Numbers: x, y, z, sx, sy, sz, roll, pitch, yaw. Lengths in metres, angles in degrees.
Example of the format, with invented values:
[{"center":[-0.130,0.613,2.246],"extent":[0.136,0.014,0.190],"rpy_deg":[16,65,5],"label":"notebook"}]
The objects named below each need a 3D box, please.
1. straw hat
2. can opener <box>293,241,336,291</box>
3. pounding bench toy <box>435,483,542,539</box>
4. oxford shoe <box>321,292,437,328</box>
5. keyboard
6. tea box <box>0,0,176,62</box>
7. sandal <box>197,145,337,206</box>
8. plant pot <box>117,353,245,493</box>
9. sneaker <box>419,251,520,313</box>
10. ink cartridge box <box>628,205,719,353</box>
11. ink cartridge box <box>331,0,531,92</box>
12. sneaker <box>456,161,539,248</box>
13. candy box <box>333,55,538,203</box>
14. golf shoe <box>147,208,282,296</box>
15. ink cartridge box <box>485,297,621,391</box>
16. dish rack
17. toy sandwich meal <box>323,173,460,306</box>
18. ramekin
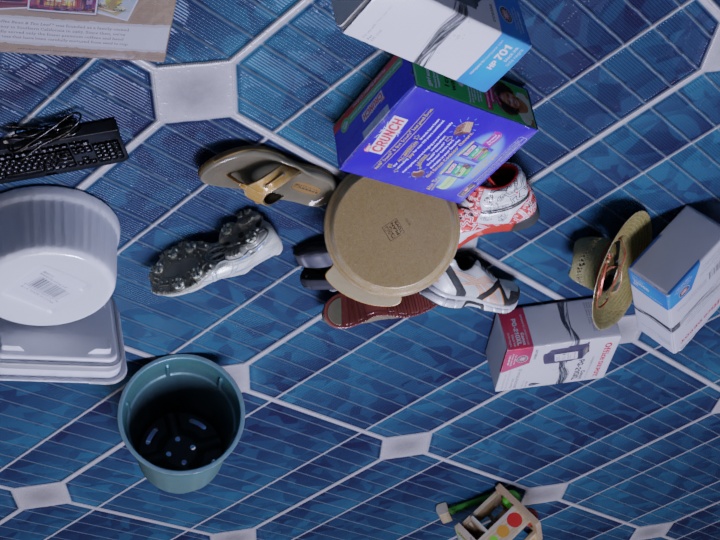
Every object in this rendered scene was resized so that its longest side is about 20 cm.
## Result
[{"center":[0.363,-0.011,1.815],"extent":[0.085,0.202,0.201],"rpy_deg":[20,161,30],"label":"straw hat"},{"center":[0.000,0.000,1.701],"extent":[0.199,0.064,0.079],"rpy_deg":[2,160,24],"label":"can opener"},{"center":[0.282,0.541,2.601],"extent":[0.156,0.200,0.124],"rpy_deg":[-41,152,-13],"label":"pounding bench toy"},{"center":[0.033,0.043,1.839],"extent":[0.199,0.071,0.075],"rpy_deg":[-9,179,-13],"label":"oxford shoe"},{"center":[-0.387,-0.136,1.441],"extent":[0.199,0.040,0.104],"rpy_deg":[-12,147,-2],"label":"keyboard"},{"center":[-0.273,-0.308,1.076],"extent":[0.199,0.197,0.134],"rpy_deg":[1,145,-18],"label":"tea box"},{"center":[-0.114,-0.111,1.550],"extent":[0.199,0.054,0.080],"rpy_deg":[14,139,-33],"label":"sandal"},{"center":[-0.294,0.266,1.950],"extent":[0.199,0.201,0.196],"rpy_deg":[-4,155,-12],"label":"plant pot"},{"center":[0.181,0.017,1.821],"extent":[0.199,0.074,0.080],"rpy_deg":[5,109,-45],"label":"sneaker"},{"center":[0.500,0.018,1.858],"extent":[0.145,0.084,0.200],"rpy_deg":[-45,147,-11],"label":"ink cartridge box"},{"center":[0.069,-0.293,1.253],"extent":[0.199,0.147,0.086],"rpy_deg":[16,139,-36],"label":"ink cartridge box"},{"center":[0.143,-0.089,1.661],"extent":[0.200,0.067,0.108],"rpy_deg":[-16,138,12],"label":"sneaker"},{"center":[0.092,-0.179,1.495],"extent":[0.199,0.077,0.169],"rpy_deg":[13,141,-34],"label":"candy box"},{"center":[-0.199,-0.006,1.666],"extent":[0.199,0.079,0.097],"rpy_deg":[-23,151,18],"label":"golf shoe"},{"center":[0.324,0.125,2.014],"extent":[0.199,0.085,0.145],"rpy_deg":[-7,147,-8],"label":"ink cartridge box"},{"center":[-0.424,0.080,1.641],"extent":[0.199,0.172,0.044],"rpy_deg":[3,131,-21],"label":"dish rack"},{"center":[0.040,-0.051,1.616],"extent":[0.204,0.206,0.070],"rpy_deg":[-10,-175,-3],"label":"toy sandwich meal"},{"center":[-0.414,-0.012,1.564],"extent":[0.199,0.098,0.201],"rpy_deg":[-8,147,-5],"label":"ramekin"}]
